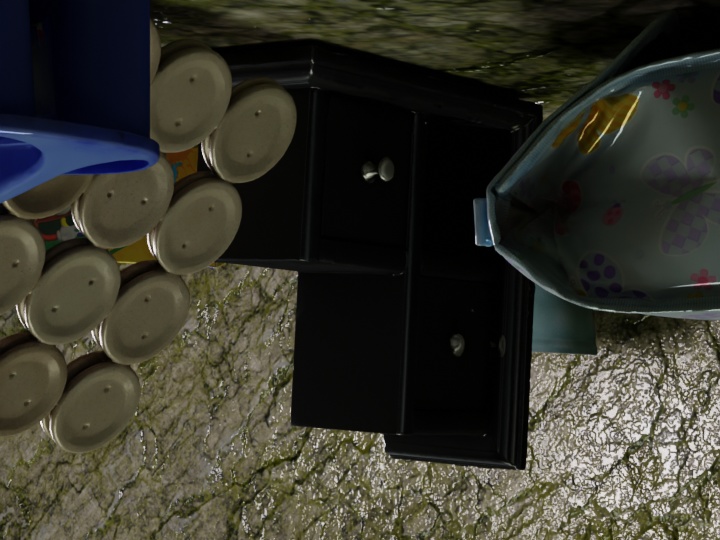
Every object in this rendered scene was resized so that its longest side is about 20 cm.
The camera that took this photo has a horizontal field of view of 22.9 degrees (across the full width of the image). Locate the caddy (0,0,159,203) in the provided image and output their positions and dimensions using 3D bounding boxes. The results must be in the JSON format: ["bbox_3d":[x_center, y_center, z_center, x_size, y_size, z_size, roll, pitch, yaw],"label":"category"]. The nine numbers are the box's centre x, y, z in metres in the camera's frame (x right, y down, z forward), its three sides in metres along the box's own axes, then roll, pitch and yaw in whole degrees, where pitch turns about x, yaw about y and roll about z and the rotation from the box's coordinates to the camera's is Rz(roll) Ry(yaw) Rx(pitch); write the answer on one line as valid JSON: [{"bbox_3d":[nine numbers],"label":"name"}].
[{"bbox_3d":[-0.164,-0.066,0.640,0.198,0.106,0.141,1,178,35],"label":"caddy"}]

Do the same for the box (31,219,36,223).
[{"bbox_3d":[-0.213,-0.049,0.851,0.099,0.096,0.200,35,166,-18],"label":"box"}]

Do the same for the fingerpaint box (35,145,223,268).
[{"bbox_3d":[-0.146,-0.048,1.087,0.165,0.074,0.200,3,-173,6],"label":"fingerpaint box"}]

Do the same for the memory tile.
[{"bbox_3d":[-0.118,-0.014,0.782,0.017,0.201,0.153,37,-170,35],"label":"memory tile"}]

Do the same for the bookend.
[{"bbox_3d":[0.000,0.000,0.916,0.091,0.201,0.199,1,176,39],"label":"bookend"}]

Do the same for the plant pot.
[{"bbox_3d":[0.259,0.055,2.662,0.198,0.136,0.200,3,177,0],"label":"plant pot"}]

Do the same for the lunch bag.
[{"bbox_3d":[0.154,-0.039,0.746,0.198,0.129,0.169,-8,177,15],"label":"lunch bag"}]
